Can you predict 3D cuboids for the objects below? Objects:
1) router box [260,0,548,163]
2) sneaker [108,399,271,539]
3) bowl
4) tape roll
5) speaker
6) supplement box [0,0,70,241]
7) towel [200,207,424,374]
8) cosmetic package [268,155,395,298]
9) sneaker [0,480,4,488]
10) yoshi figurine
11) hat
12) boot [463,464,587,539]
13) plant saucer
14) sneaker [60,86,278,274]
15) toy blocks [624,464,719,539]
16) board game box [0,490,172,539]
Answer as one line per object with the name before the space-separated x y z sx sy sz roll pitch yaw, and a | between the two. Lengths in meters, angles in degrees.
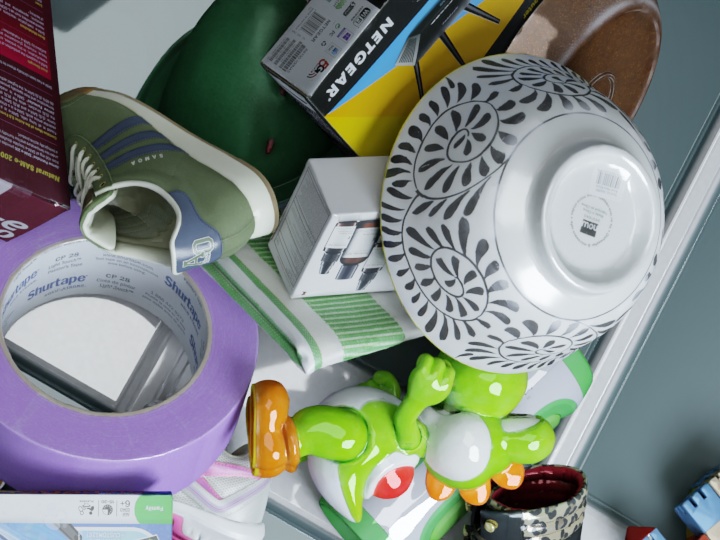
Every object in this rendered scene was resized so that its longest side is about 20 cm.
router box | 0.044 -0.162 1.194 0.051 0.149 0.200 37 87 32
sneaker | -0.146 0.124 1.277 0.199 0.081 0.089 24 77 -17
bowl | 0.120 -0.033 1.162 0.199 0.094 0.203 -3 95 -30
tape roll | -0.168 0.052 1.231 0.198 0.066 0.201 8 52 -10
speaker | 0.067 0.118 1.318 0.200 0.088 0.089 -42 96 -13
supplement box | -0.248 -0.131 1.214 0.109 0.061 0.202 26 47 -50
towel | 0.000 0.000 1.260 0.199 0.152 0.024 -13 133 -39
cosmetic package | 0.048 -0.030 1.225 0.198 0.083 0.051 -4 54 -29
sneaker | -0.327 0.115 1.229 0.198 0.085 0.074 5 87 -11
yoshi figurine | 0.026 0.084 1.233 0.198 0.113 0.113 0 128 -6
hat | -0.072 -0.165 1.231 0.165 0.177 0.200 28 65 22
boot | 0.067 0.218 1.286 0.202 0.074 0.155 -12 120 -20
plant saucer | 0.146 -0.119 1.302 0.034 0.201 0.201 34 77 26
sneaker | -0.153 -0.055 1.216 0.090 0.199 0.068 -36 139 -38
toy blocks | 0.279 0.199 1.367 0.199 0.100 0.137 -38 84 -12
board game box | -0.213 0.201 1.148 0.198 0.034 0.137 0 87 -7
